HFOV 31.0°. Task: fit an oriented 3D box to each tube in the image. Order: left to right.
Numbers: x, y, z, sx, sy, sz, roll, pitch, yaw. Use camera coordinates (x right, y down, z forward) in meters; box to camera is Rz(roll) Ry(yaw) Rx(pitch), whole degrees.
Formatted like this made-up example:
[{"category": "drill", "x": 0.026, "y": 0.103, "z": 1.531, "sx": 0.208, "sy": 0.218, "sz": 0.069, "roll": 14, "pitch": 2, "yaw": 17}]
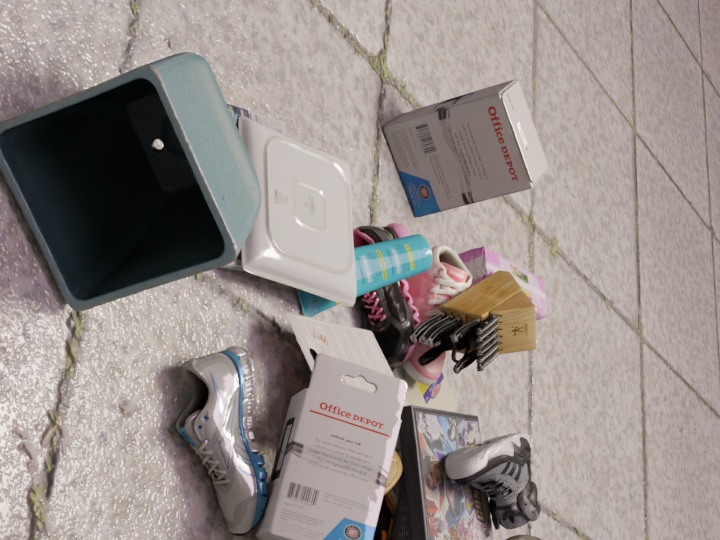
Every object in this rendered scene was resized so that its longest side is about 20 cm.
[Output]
[{"category": "tube", "x": 0.000, "y": 0.000, "z": 1.672, "sx": 0.199, "sy": 0.050, "sz": 0.078, "roll": -17, "pitch": 87, "yaw": -31}]

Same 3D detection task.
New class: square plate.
[{"category": "square plate", "x": -0.070, "y": -0.073, "z": 1.581, "sx": 0.197, "sy": 0.028, "sz": 0.202, "roll": 20, "pitch": 59, "yaw": -47}]

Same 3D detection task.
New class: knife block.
[{"category": "knife block", "x": 0.142, "y": 0.070, "z": 1.744, "sx": 0.200, "sy": 0.174, "sz": 0.065, "roll": -113, "pitch": -162, "yaw": -68}]

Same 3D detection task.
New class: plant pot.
[{"category": "plant pot", "x": -0.209, "y": -0.107, "z": 1.293, "sx": 0.198, "sy": 0.194, "sz": 0.200, "roll": 67, "pitch": 22, "yaw": -15}]

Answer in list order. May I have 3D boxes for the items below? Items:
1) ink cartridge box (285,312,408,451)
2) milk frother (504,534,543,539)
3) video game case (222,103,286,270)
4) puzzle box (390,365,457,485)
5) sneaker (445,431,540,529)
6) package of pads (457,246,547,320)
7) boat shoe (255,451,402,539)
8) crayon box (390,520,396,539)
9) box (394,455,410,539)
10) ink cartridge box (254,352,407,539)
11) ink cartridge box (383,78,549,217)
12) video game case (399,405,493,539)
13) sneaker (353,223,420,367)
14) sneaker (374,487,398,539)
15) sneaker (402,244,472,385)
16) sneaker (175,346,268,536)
[{"category": "ink cartridge box", "x": -0.019, "y": 0.139, "z": 1.578, "sx": 0.199, "sy": 0.050, "sz": 0.162, "roll": 13, "pitch": 45, "yaw": -56}, {"category": "milk frother", "x": 0.247, "y": 0.495, "z": 1.804, "sx": 0.188, "sy": 0.179, "sz": 0.201, "roll": -32, "pitch": 103, "yaw": -57}, {"category": "video game case", "x": -0.138, "y": -0.097, "z": 1.552, "sx": 0.182, "sy": 0.023, "sz": 0.202, "roll": 9, "pitch": 71, "yaw": -57}, {"category": "puzzle box", "x": 0.069, "y": 0.183, "z": 1.784, "sx": 0.134, "sy": 0.025, "sz": 0.200, "roll": 66, "pitch": 32, "yaw": -17}, {"category": "sneaker", "x": 0.174, "y": 0.270, "z": 1.625, "sx": 0.200, "sy": 0.075, "sz": 0.115, "roll": -2, "pitch": 76, "yaw": -63}, {"category": "package of pads", "x": 0.183, "y": 0.033, "z": 1.937, "sx": 0.200, "sy": 0.120, "sz": 0.076, "roll": 24, "pitch": 55, "yaw": -53}, {"category": "boat shoe", "x": -0.040, "y": 0.259, "z": 1.488, "sx": 0.199, "sy": 0.069, "sz": 0.074, "roll": -23, "pitch": 77, "yaw": -35}, {"category": "crayon box", "x": 0.089, "y": 0.390, "z": 1.712, "sx": 0.127, "sy": 0.050, "sz": 0.201, "roll": 53, "pitch": 38, "yaw": -33}, {"category": "box", "x": 0.104, "y": 0.332, "z": 1.659, "sx": 0.158, "sy": 0.051, "sz": 0.201, "roll": 41, "pitch": 45, "yaw": -44}, {"category": "ink cartridge box", "x": -0.030, "y": 0.204, "z": 1.410, "sx": 0.115, "sy": 0.068, "sz": 0.202, "roll": 19, "pitch": 72, "yaw": -13}, {"category": "ink cartridge box", "x": 0.154, "y": -0.177, "z": 1.891, "sx": 0.086, "sy": 0.199, "sz": 0.147, "roll": -42, "pitch": 114, "yaw": -56}, {"category": "video game case", "x": 0.110, "y": 0.275, "z": 1.616, "sx": 0.180, "sy": 0.025, "sz": 0.202, "roll": 17, "pitch": 63, "yaw": -56}, {"category": "sneaker", "x": 0.022, "y": 0.030, "z": 1.737, "sx": 0.095, "sy": 0.079, "sz": 0.202, "roll": 9, "pitch": 67, "yaw": -40}, {"category": "sneaker", "x": -0.017, "y": 0.271, "z": 1.564, "sx": 0.200, "sy": 0.069, "sz": 0.091, "roll": 52, "pitch": 35, "yaw": -38}, {"category": "sneaker", "x": 0.102, "y": 0.051, "z": 1.782, "sx": 0.075, "sy": 0.105, "sz": 0.201, "roll": 25, "pitch": 46, "yaw": -28}, {"category": "sneaker", "x": -0.156, "y": 0.185, "z": 1.387, "sx": 0.086, "sy": 0.075, "sz": 0.202, "roll": -3, "pitch": 80, "yaw": -41}]
